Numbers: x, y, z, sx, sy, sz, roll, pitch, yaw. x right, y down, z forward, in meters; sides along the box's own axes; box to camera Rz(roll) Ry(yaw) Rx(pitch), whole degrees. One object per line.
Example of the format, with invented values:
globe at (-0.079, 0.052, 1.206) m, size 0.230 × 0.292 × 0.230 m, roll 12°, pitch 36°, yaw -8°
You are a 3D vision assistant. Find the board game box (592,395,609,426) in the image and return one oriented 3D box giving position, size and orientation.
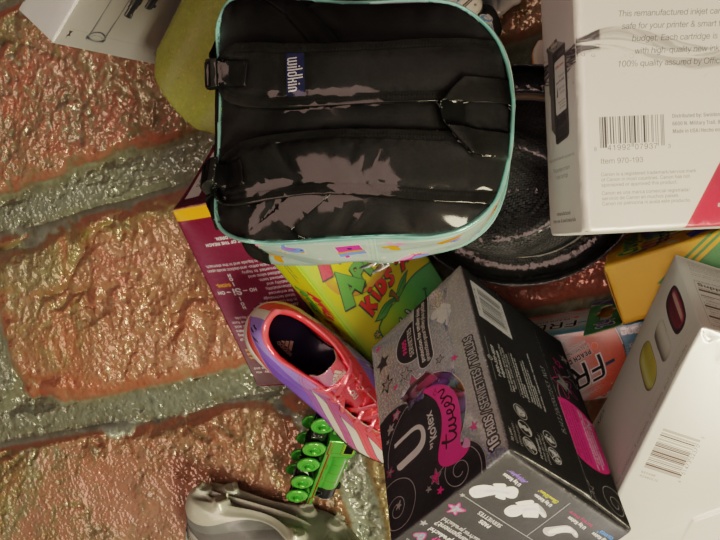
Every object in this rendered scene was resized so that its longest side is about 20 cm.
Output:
board game box at (0.280, 0.186, 0.775) m, size 0.198 × 0.026 × 0.202 m, roll 24°, pitch 111°, yaw -1°

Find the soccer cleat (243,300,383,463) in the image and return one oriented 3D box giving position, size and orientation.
soccer cleat at (-0.011, 0.097, 0.753) m, size 0.199 × 0.073 × 0.069 m, roll 39°, pitch 78°, yaw -6°

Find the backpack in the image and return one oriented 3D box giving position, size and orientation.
backpack at (0.008, -0.090, 0.626) m, size 0.197 × 0.153 × 0.179 m, roll -2°, pitch 79°, yaw 13°

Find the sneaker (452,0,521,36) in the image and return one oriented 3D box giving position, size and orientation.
sneaker at (0.069, -0.191, 0.756) m, size 0.072 × 0.201 × 0.072 m, roll 14°, pitch 144°, yaw 34°

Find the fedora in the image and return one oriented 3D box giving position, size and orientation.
fedora at (0.118, -0.066, 0.722) m, size 0.197 × 0.092 × 0.204 m, roll 5°, pitch 107°, yaw 16°

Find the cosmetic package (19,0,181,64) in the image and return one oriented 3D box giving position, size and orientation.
cosmetic package at (-0.195, -0.269, 0.838) m, size 0.052 × 0.200 × 0.151 m, roll 44°, pitch 108°, yaw 10°

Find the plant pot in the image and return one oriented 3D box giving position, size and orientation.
plant pot at (-0.086, -0.217, 0.825) m, size 0.184 × 0.200 × 0.201 m, roll -43°, pitch 82°, yaw 29°

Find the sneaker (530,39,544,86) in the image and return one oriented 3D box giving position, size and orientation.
sneaker at (0.222, -0.123, 0.779) m, size 0.200 × 0.077 × 0.078 m, roll 42°, pitch 78°, yaw 3°

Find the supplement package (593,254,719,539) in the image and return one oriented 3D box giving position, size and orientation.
supplement package at (0.268, 0.119, 0.670) m, size 0.153 × 0.111 × 0.203 m, roll 17°, pitch 117°, yaw 2°

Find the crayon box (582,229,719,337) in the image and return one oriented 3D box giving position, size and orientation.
crayon box at (0.271, -0.012, 0.743) m, size 0.197 × 0.126 × 0.052 m, roll -20°, pitch 94°, yaw 20°

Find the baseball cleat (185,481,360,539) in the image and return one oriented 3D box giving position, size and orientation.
baseball cleat at (-0.089, 0.282, 0.942) m, size 0.197 × 0.070 × 0.108 m, roll 17°, pitch 115°, yaw 21°

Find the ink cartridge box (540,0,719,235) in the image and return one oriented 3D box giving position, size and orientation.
ink cartridge box at (0.204, -0.129, 0.627) m, size 0.143 × 0.083 × 0.204 m, roll -2°, pitch 91°, yaw -4°

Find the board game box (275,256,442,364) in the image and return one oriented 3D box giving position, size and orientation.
board game box at (0.000, 0.000, 0.780) m, size 0.047 × 0.201 × 0.102 m, roll 21°, pitch 65°, yaw 46°

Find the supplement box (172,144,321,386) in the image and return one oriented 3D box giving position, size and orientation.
supplement box at (-0.077, -0.008, 0.829) m, size 0.084 × 0.111 × 0.202 m, roll -7°, pitch 125°, yaw 20°

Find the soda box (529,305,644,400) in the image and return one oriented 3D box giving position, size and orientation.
soda box at (0.163, 0.079, 0.820) m, size 0.197 × 0.068 × 0.065 m, roll -12°, pitch 101°, yaw 20°

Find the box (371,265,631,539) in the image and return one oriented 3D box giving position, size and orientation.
box at (0.092, 0.120, 0.689) m, size 0.131 × 0.201 × 0.115 m, roll 35°, pitch 115°, yaw -25°

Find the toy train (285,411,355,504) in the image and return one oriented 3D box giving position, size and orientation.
toy train at (-0.030, 0.162, 0.867) m, size 0.055 × 0.042 × 0.201 m, roll 6°, pitch 138°, yaw -12°
